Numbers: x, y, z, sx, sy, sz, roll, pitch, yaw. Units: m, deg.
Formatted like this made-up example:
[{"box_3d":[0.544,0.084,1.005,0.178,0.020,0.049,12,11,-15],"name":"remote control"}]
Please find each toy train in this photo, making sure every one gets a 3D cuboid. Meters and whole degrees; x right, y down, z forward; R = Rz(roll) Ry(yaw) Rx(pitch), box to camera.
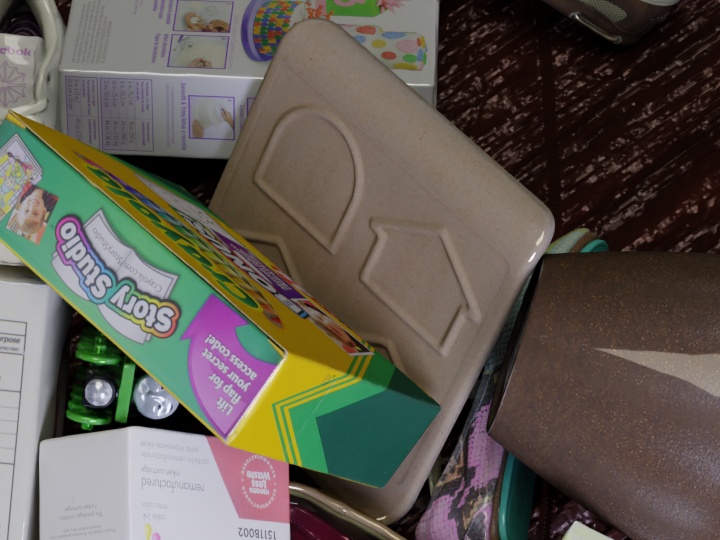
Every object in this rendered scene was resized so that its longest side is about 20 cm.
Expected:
[{"box_3d":[-0.115,0.050,1.475,0.056,0.200,0.042,9,95,-5],"name":"toy train"}]

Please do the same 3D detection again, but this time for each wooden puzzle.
[{"box_3d":[0.000,0.000,1.513,0.185,0.201,0.046,42,31,25],"name":"wooden puzzle"}]

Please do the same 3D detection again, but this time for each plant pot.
[{"box_3d":[0.169,0.067,1.450,0.199,0.187,0.188,18,65,1],"name":"plant pot"}]

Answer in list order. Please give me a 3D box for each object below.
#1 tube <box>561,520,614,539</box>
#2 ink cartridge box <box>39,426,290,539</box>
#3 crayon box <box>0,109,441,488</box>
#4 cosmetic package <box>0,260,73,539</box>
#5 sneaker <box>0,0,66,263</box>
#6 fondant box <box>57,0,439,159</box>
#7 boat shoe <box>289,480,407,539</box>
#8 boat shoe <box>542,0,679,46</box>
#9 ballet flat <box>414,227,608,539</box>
[{"box_3d":[0.074,0.216,1.420,0.052,0.058,0.201,31,91,2],"name":"tube"},{"box_3d":[-0.092,0.182,1.416,0.067,0.116,0.201,-10,77,39],"name":"ink cartridge box"},{"box_3d":[-0.077,0.016,1.432,0.200,0.172,0.058,39,96,26],"name":"crayon box"},{"box_3d":[-0.202,0.096,1.452,0.103,0.087,0.201,8,96,4],"name":"cosmetic package"},{"box_3d":[-0.195,-0.070,1.577,0.074,0.100,0.201,1,65,0],"name":"sneaker"},{"box_3d":[-0.057,-0.121,1.596,0.198,0.059,0.145,2,37,1],"name":"fondant box"},{"box_3d":[0.018,0.175,1.475,0.199,0.066,0.074,31,67,13],"name":"boat shoe"},{"box_3d":[0.081,-0.184,1.630,0.201,0.075,0.075,28,39,-5],"name":"boat shoe"},{"box_3d":[0.071,0.062,1.539,0.071,0.069,0.201,6,62,25],"name":"ballet flat"}]
